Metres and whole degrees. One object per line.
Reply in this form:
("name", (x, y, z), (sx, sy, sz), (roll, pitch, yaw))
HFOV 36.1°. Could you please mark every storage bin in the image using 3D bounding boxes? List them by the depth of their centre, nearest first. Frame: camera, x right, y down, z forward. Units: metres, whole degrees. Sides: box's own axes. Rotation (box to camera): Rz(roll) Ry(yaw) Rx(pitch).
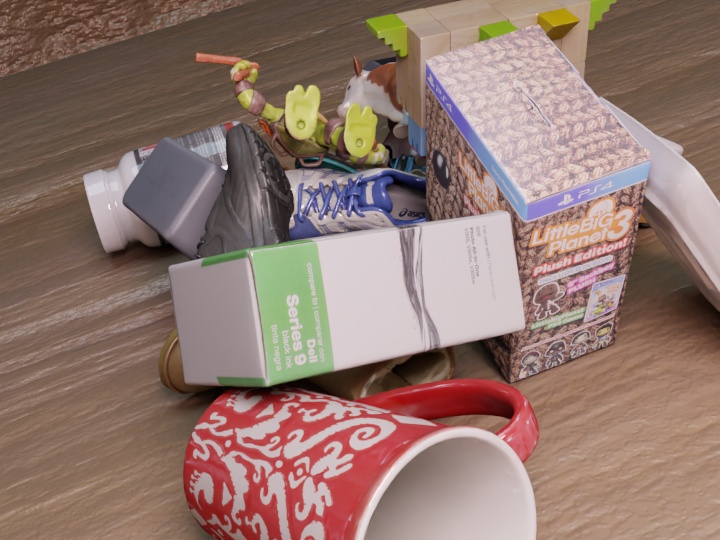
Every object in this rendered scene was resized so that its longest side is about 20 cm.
("storage bin", (-0.136, -0.057, 1.076), (0.147, 0.134, 0.199), (-55, 33, -2))

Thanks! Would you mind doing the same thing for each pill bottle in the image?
("pill bottle", (-0.218, -0.095, 1.307), (0.197, 0.118, 0.116), (-17, 23, -8))

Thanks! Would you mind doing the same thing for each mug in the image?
("mug", (0.004, 0.137, 0.667), (0.175, 0.136, 0.198), (-5, 9, -38))

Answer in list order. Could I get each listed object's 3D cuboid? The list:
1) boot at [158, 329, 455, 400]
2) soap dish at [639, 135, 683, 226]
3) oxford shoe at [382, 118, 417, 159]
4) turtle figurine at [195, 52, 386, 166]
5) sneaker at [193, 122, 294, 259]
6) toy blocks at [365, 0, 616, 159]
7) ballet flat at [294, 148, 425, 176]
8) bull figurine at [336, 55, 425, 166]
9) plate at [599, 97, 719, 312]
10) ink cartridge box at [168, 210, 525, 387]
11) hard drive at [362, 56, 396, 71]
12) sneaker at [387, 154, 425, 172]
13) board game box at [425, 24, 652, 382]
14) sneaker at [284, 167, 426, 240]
("boot", (-0.050, 0.072, 0.898), (0.174, 0.067, 0.199), (-27, 28, -28))
("soap dish", (0.205, -0.108, 1.088), (0.155, 0.083, 0.200), (3, 18, -21))
("oxford shoe", (0.049, -0.159, 1.363), (0.071, 0.072, 0.200), (-19, 24, -1))
("turtle figurine", (-0.056, -0.130, 0.963), (0.065, 0.198, 0.161), (-60, 17, -2))
("sneaker", (-0.098, -0.034, 0.909), (0.089, 0.076, 0.203), (-20, 57, 14))
("toy blocks", (0.106, -0.149, 0.902), (0.197, 0.139, 0.100), (-15, 38, -17))
("ballet flat", (0.034, -0.077, 1.077), (0.197, 0.068, 0.073), (26, 51, 3))
("bull figurine", (0.075, -0.153, 1.014), (0.196, 0.066, 0.123), (-6, 46, 2))
("plate", (0.245, -0.021, 0.805), (0.032, 0.200, 0.201), (-37, 21, 9))
("ink cartridge box", (-0.009, 0.019, 0.742), (0.197, 0.086, 0.145), (-9, 0, -29))
("hard drive", (0.103, -0.202, 1.329), (0.198, 0.043, 0.134), (32, 29, 21))
("sneaker", (0.069, -0.092, 1.159), (0.199, 0.083, 0.073), (-30, 0, -36))
("board game box", (0.123, -0.047, 0.835), (0.095, 0.202, 0.160), (-19, 50, -13))
("sneaker", (-0.008, -0.065, 0.978), (0.196, 0.077, 0.088), (-1, -14, -13))
